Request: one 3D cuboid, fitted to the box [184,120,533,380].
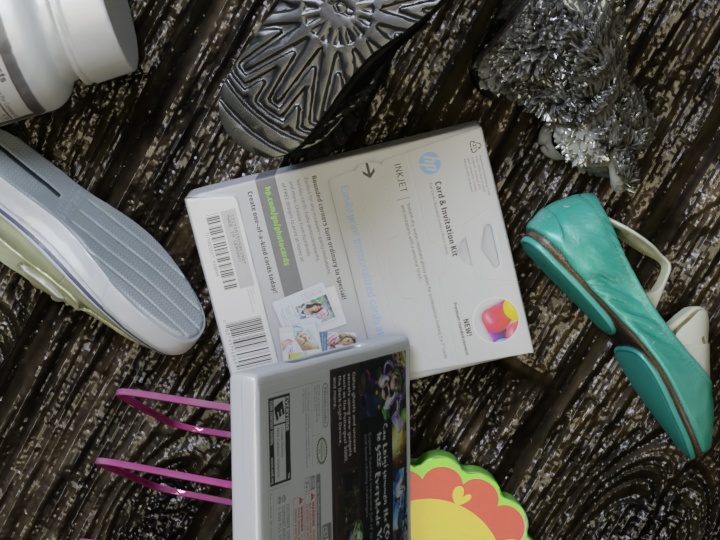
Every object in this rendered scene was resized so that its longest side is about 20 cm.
[{"bbox_3d":[0.000,0.000,1.178,0.199,0.041,0.157,-14,101,4],"label":"box"}]

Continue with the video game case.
[{"bbox_3d":[-0.021,0.150,1.096,0.023,0.181,0.202,2,96,31],"label":"video game case"}]

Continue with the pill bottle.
[{"bbox_3d":[-0.247,-0.143,1.116,0.199,0.114,0.114,-16,100,3],"label":"pill bottle"}]

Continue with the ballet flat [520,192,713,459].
[{"bbox_3d":[0.188,0.031,1.172,0.070,0.067,0.200,-39,100,-7],"label":"ballet flat"}]

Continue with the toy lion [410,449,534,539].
[{"bbox_3d":[0.015,0.212,1.213,0.199,0.069,0.193,15,94,-2],"label":"toy lion"}]

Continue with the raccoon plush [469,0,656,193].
[{"bbox_3d":[0.154,-0.126,1.090,0.134,0.200,0.097,37,66,-7],"label":"raccoon plush"}]

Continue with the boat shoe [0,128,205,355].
[{"bbox_3d":[-0.190,-0.012,1.173,0.200,0.072,0.062,42,123,-3],"label":"boat shoe"}]

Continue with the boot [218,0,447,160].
[{"bbox_3d":[0.000,-0.154,1.090,0.211,0.158,0.079,-45,86,11],"label":"boot"}]

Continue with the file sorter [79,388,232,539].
[{"bbox_3d":[-0.104,0.185,1.129,0.125,0.139,0.201,7,77,17],"label":"file sorter"}]
